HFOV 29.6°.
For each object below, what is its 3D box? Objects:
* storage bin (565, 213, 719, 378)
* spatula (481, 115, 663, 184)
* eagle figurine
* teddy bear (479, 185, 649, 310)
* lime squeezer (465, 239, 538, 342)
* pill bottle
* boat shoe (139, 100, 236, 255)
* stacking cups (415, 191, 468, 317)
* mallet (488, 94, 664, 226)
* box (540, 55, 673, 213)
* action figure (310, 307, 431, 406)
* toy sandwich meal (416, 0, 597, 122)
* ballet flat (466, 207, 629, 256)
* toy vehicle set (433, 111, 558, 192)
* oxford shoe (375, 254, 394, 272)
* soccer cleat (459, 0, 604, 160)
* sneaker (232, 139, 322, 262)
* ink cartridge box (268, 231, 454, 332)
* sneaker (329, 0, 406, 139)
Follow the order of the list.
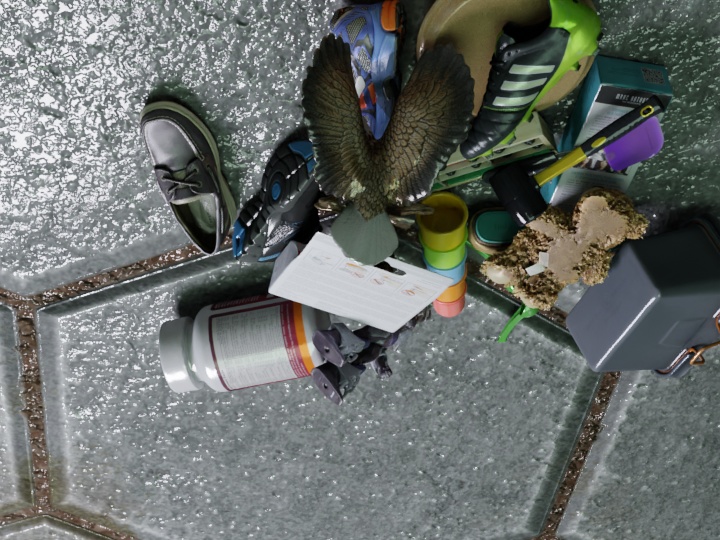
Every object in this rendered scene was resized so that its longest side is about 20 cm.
[{"bbox_3d":[0.343,0.046,1.591,0.134,0.146,0.200,-6,145,-31],"label":"storage bin"},{"bbox_3d":[0.225,-0.120,1.456,0.199,0.021,0.057,-12,136,21],"label":"spatula"},{"bbox_3d":[0.013,-0.123,1.339,0.151,0.151,0.201,38,140,20],"label":"eagle figurine"},{"bbox_3d":[0.225,-0.031,1.522,0.144,0.067,0.201,25,131,-4],"label":"teddy bear"},{"bbox_3d":[0.184,0.022,1.679,0.070,0.038,0.201,13,147,31],"label":"lime squeezer"},{"bbox_3d":[-0.139,0.089,1.674,0.198,0.110,0.110,-11,137,10],"label":"pill bottle"},{"bbox_3d":[-0.189,-0.098,1.503,0.071,0.065,0.201,-9,136,10],"label":"boat shoe"},{"bbox_3d":[0.096,-0.013,1.603,0.060,0.061,0.200,-3,148,1],"label":"stacking cups"},{"bbox_3d":[0.232,-0.112,1.418,0.199,0.041,0.066,-25,96,24],"label":"mallet"},{"bbox_3d":[0.265,-0.138,1.490,0.082,0.049,0.201,8,136,-10],"label":"box"},{"bbox_3d":[0.023,0.085,1.651,0.199,0.069,0.131,-27,143,-44],"label":"action figure"},{"bbox_3d":[0.144,-0.233,1.375,0.203,0.071,0.206,-2,134,-3],"label":"toy sandwich meal"},{"bbox_3d":[0.221,-0.045,1.593,0.198,0.069,0.063,4,165,-3],"label":"ballet flat"},{"bbox_3d":[0.109,-0.119,1.472,0.199,0.027,0.124,-16,171,15],"label":"toy vehicle set"},{"bbox_3d":[0.003,-0.020,1.583,0.072,0.085,0.201,-7,139,2],"label":"oxford shoe"},{"bbox_3d":[0.152,-0.191,1.331,0.081,0.068,0.200,35,123,-12],"label":"soccer cleat"},{"bbox_3d":[-0.075,-0.077,1.538,0.081,0.074,0.200,9,145,-27],"label":"sneaker"},{"bbox_3d":[0.000,0.000,1.492,0.159,0.048,0.200,19,156,-12],"label":"ink cartridge box"},{"bbox_3d":[0.002,-0.197,1.413,0.078,0.076,0.201,10,132,7],"label":"sneaker"}]
